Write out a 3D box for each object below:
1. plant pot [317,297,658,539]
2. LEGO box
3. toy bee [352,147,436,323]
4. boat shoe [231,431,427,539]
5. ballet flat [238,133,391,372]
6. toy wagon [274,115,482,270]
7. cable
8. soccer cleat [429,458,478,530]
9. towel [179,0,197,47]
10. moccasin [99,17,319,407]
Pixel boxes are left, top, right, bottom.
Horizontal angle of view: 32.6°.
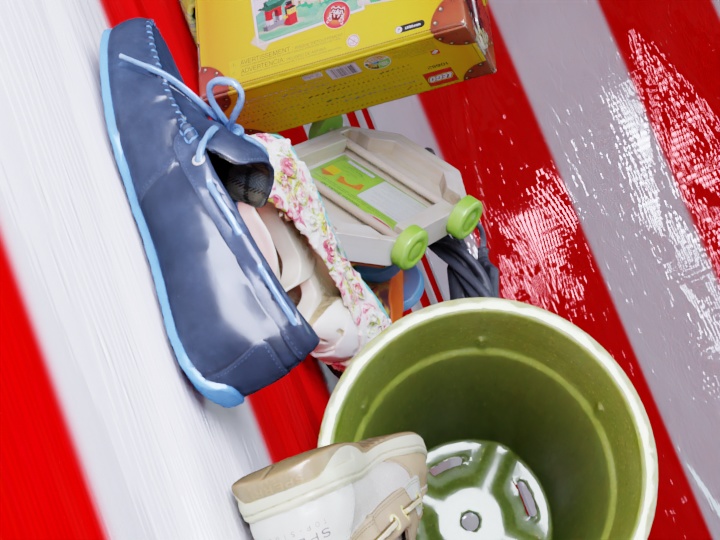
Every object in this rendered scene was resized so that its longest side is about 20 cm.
[{"bbox_3d":[0.074,0.146,0.794,0.190,0.197,0.203,87,-17,-68],"label":"plant pot"},{"bbox_3d":[-0.016,-0.195,0.869,0.077,0.197,0.151,38,43,-63],"label":"LEGO box"},{"bbox_3d":[0.000,0.000,1.030,0.201,0.107,0.132,-65,146,-48],"label":"toy bee"},{"bbox_3d":[-0.006,0.122,0.607,0.200,0.073,0.067,12,58,-71],"label":"boat shoe"},{"bbox_3d":[-0.039,0.006,0.797,0.202,0.075,0.064,60,39,-24],"label":"ballet flat"},{"bbox_3d":[-0.011,-0.053,0.906,0.154,0.199,0.040,34,-51,25],"label":"toy wagon"},{"bbox_3d":[0.032,0.023,0.919,0.051,0.161,0.203,-48,-152,51],"label":"cable"},{"bbox_3d":[0.093,0.203,1.213,0.201,0.068,0.078,-86,159,-61],"label":"soccer cleat"},{"bbox_3d":[-0.115,-0.202,1.000,0.201,0.022,0.145,-105,171,-53],"label":"towel"},{"bbox_3d":[-0.069,-0.035,0.587,0.080,0.067,0.203,49,19,-71],"label":"moccasin"}]
